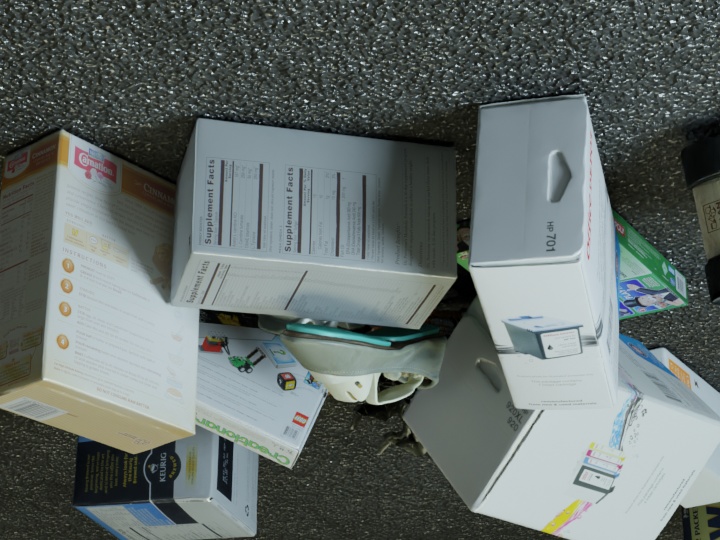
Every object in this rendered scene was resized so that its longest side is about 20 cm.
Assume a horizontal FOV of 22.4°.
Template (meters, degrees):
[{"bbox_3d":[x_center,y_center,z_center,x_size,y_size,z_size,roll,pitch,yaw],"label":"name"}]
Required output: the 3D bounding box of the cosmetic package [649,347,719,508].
[{"bbox_3d":[0.312,0.159,1.811,0.071,0.102,0.200,-14,153,28],"label":"cosmetic package"}]

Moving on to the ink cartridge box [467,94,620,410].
[{"bbox_3d":[0.140,-0.010,1.342,0.085,0.147,0.200,-4,145,16],"label":"ink cartridge box"}]

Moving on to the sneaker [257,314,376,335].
[{"bbox_3d":[0.000,0.000,1.500,0.074,0.089,0.199,12,-168,37],"label":"sneaker"}]

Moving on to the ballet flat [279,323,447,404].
[{"bbox_3d":[0.006,0.074,1.422,0.067,0.064,0.200,10,-176,33],"label":"ballet flat"}]

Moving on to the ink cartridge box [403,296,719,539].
[{"bbox_3d":[0.170,0.128,1.538,0.199,0.147,0.145,21,108,-35],"label":"ink cartridge box"}]

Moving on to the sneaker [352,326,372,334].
[{"bbox_3d":[-0.029,0.047,1.602,0.090,0.076,0.200,-20,150,29],"label":"sneaker"}]

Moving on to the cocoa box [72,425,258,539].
[{"bbox_3d":[-0.170,0.130,1.629,0.130,0.201,0.133,-5,156,14],"label":"cocoa box"}]

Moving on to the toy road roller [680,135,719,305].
[{"bbox_3d":[0.341,-0.052,1.328,0.199,0.124,0.146,-21,163,40],"label":"toy road roller"}]

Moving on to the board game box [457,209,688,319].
[{"bbox_3d":[0.177,-0.003,1.540,0.134,0.029,0.200,-12,153,28],"label":"board game box"}]

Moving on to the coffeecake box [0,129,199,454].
[{"bbox_3d":[-0.198,0.018,1.379,0.073,0.201,0.153,-19,149,36],"label":"coffeecake box"}]

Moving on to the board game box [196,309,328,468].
[{"bbox_3d":[-0.119,0.064,1.489,0.199,0.127,0.035,26,142,1],"label":"board game box"}]

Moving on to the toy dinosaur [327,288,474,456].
[{"bbox_3d":[0.037,0.082,1.609,0.199,0.102,0.136,-3,120,-9],"label":"toy dinosaur"}]

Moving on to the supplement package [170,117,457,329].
[{"bbox_3d":[-0.037,-0.033,1.373,0.199,0.110,0.114,6,156,-13],"label":"supplement package"}]

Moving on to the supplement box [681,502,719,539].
[{"bbox_3d":[0.472,0.231,1.927,0.199,0.135,0.200,9,154,-19],"label":"supplement box"}]
